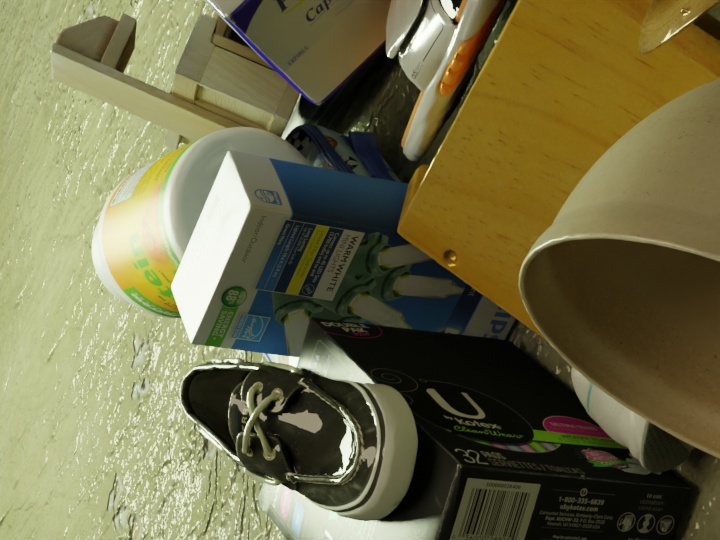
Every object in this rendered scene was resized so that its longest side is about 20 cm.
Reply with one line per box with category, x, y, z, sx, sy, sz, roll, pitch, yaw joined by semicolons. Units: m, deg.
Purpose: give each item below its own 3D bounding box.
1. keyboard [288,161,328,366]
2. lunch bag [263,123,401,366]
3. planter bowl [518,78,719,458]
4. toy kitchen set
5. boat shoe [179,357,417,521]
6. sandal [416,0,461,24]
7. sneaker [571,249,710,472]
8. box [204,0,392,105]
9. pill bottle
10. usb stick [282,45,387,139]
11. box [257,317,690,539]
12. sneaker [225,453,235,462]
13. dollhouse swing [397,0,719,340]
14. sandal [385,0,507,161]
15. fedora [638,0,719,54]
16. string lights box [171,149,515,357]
keyboard;-0.033;0.027;1.186;0.056;0.011;0.201;-40;46;52
lunch bag;-0.020;-0.009;1.253;0.161;0.075;0.200;-66;32;22
planter bowl;0.186;-0.011;0.769;0.200;0.200;0.135;-9;48;61
toy kitchen set;-0.105;-0.185;1.246;0.200;0.163;0.181;135;157;-78
boat shoe;-0.039;0.085;0.950;0.200;0.063;0.071;9;88;62
sandal;0.092;-0.210;1.122;0.201;0.057;0.080;-40;58;42
sneaker;0.152;-0.003;0.905;0.080;0.070;0.201;35;116;45
box;-0.035;-0.231;1.090;0.184;0.105;0.200;-44;48;2
pill bottle;-0.113;-0.026;1.227;0.200;0.111;0.112;-15;69;62
usb stick;-0.017;-0.143;1.328;0.200;0.032;0.056;-50;38;46
box;0.055;0.123;0.991;0.200;0.148;0.125;40;118;59
sneaker;-0.007;0.149;1.198;0.200;0.090;0.070;40;95;31
dollhouse swing;0.137;-0.096;1.025;0.182;0.176;0.200;36;122;13
sandal;0.040;-0.136;1.031;0.079;0.059;0.207;-57;-4;-34
fedora;0.212;-0.145;0.809;0.201;0.082;0.201;-46;4;4
string lights box;0.000;0.000;1.075;0.103;0.199;0.059;-64;32;30
